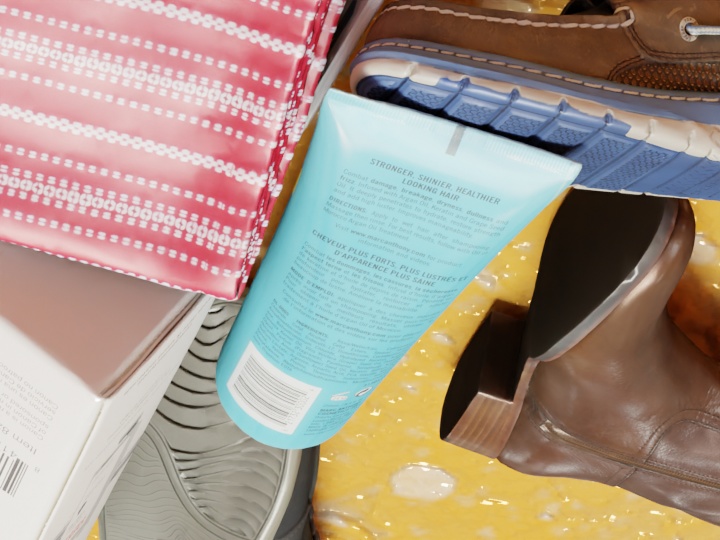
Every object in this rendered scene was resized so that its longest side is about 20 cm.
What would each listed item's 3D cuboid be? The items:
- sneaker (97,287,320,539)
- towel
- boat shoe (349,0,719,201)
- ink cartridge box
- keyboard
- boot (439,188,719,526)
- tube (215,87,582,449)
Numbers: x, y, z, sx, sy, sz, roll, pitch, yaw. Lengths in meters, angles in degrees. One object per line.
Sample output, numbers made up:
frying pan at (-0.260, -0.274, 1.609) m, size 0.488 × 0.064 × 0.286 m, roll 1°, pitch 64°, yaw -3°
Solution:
sneaker at (-0.048, 0.086, 1.050) m, size 0.075 × 0.106 × 0.200 m, roll 19°, pitch 114°, yaw 15°
towel at (-0.074, -0.092, 0.800) m, size 0.144 × 0.022 × 0.200 m, roll 16°, pitch 115°, yaw -7°
boat shoe at (0.093, -0.062, 0.830) m, size 0.200 × 0.072 × 0.072 m, roll 10°, pitch 166°, yaw -19°
ink cartridge box at (-0.148, 0.030, 0.937) m, size 0.146 × 0.083 × 0.200 m, roll 37°, pitch 139°, yaw 5°
keyboard at (-0.002, -0.080, 0.838) m, size 0.011 × 0.056 × 0.200 m, roll 19°, pitch 139°, yaw -12°
boot at (0.149, 0.043, 0.960) m, size 0.200 × 0.064 × 0.186 m, roll 20°, pitch 152°, yaw -10°
tube at (0.000, 0.000, 0.875) m, size 0.077 × 0.050 × 0.200 m, roll 12°, pitch 154°, yaw -12°
